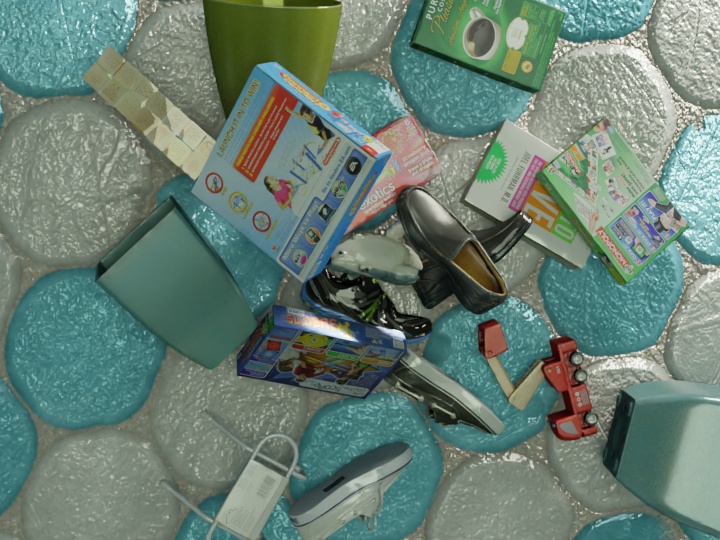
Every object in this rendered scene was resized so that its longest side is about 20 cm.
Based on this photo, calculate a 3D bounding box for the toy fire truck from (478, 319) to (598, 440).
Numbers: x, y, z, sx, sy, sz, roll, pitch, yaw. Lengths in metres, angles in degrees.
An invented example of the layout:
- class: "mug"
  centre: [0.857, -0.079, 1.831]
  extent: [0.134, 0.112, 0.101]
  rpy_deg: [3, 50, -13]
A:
- class: "toy fire truck"
  centre: [0.257, 0.160, 1.654]
  extent: [0.139, 0.049, 0.202]
  rpy_deg: [-15, 97, -5]

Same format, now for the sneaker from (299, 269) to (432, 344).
- class: "sneaker"
  centre: [0.014, 0.047, 1.606]
  extent: [0.198, 0.071, 0.084]
  rpy_deg: [23, 98, -5]

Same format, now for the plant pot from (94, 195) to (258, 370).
- class: "plant pot"
  centre: [-0.239, 0.026, 1.544]
  extent: [0.141, 0.141, 0.200]
  rpy_deg: [-42, 105, -2]

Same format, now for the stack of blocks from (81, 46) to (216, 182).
- class: "stack of blocks"
  centre: [-0.272, -0.205, 1.531]
  extent: [0.200, 0.115, 0.059]
  rpy_deg: [43, 89, -3]

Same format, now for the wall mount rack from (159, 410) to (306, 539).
- class: "wall mount rack"
  centre: [-0.179, 0.299, 1.605]
  extent: [0.173, 0.075, 0.201]
  rpy_deg: [31, 90, -11]

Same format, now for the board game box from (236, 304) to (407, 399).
- class: "board game box"
  centre: [-0.054, 0.115, 1.553]
  extent: [0.198, 0.136, 0.035]
  rpy_deg: [14, 49, -24]

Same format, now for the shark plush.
- class: "shark plush"
  centre: [0.000, 0.000, 1.539]
  extent: [0.198, 0.083, 0.092]
  rpy_deg: [-11, 67, -29]

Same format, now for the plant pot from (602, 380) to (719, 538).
- class: "plant pot"
  centre: [0.459, 0.255, 1.618]
  extent: [0.197, 0.196, 0.199]
  rpy_deg: [14, 93, 1]

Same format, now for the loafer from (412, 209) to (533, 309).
- class: "loafer"
  centre: [0.151, -0.029, 1.598]
  extent: [0.199, 0.073, 0.073]
  rpy_deg: [-37, 92, 13]

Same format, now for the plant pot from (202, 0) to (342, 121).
- class: "plant pot"
  centre: [-0.122, -0.262, 1.528]
  extent: [0.184, 0.187, 0.203]
  rpy_deg: [2, 109, -7]

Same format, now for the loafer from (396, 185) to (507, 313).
- class: "loafer"
  centre: [0.127, -0.035, 1.510]
  extent: [0.200, 0.072, 0.073]
  rpy_deg: [48, 67, -7]

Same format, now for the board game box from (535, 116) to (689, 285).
- class: "board game box"
  centre: [0.360, -0.099, 1.622]
  extent: [0.134, 0.029, 0.201]
  rpy_deg: [-38, 92, -15]

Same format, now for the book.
- class: "book"
  centre: [0.259, -0.109, 1.640]
  extent: [0.199, 0.048, 0.135]
  rpy_deg: [29, 85, -7]

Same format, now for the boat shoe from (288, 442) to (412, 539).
- class: "boat shoe"
  centre: [0.000, 0.327, 1.616]
  extent: [0.201, 0.074, 0.087]
  rpy_deg: [-31, 107, -21]

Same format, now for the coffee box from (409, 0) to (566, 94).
- class: "coffee box"
  centre: [0.180, -0.342, 1.610]
  extent: [0.198, 0.044, 0.124]
  rpy_deg: [18, 92, -8]

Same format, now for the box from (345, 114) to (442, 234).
- class: "box"
  centre: [0.004, -0.125, 1.578]
  extent: [0.199, 0.100, 0.096]
  rpy_deg: [-32, 97, -3]

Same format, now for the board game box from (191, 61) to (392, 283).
- class: "board game box"
  centre: [-0.090, -0.124, 1.439]
  extent: [0.195, 0.056, 0.201]
  rpy_deg: [39, 117, 11]

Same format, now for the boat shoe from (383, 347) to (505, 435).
- class: "boat shoe"
  centre: [0.119, 0.186, 1.624]
  extent: [0.199, 0.071, 0.064]
  rpy_deg: [36, 93, -16]
